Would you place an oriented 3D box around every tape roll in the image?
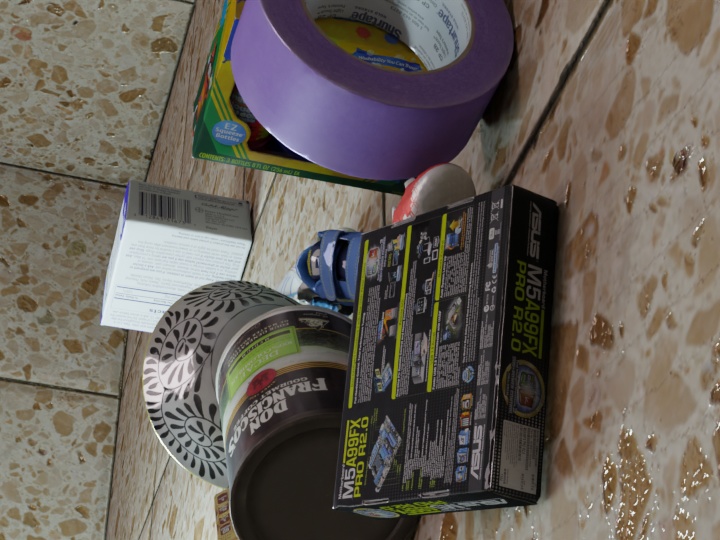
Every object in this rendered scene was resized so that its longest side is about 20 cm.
[{"bbox_3d":[0.008,-0.171,1.147,0.085,0.200,0.200,116,160,-50],"label":"tape roll"}]

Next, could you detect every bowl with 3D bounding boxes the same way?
[{"bbox_3d":[-0.087,0.097,1.383,0.094,0.200,0.201,-23,56,57],"label":"bowl"}]

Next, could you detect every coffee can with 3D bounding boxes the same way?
[{"bbox_3d":[-0.039,0.134,1.228,0.200,0.146,0.147,-111,34,-66],"label":"coffee can"}]

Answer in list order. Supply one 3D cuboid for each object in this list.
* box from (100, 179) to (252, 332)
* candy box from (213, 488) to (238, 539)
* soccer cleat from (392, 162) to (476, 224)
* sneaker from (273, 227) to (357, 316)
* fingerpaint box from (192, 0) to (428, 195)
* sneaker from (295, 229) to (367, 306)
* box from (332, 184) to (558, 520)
[{"bbox_3d":[-0.268,-0.011,2.208,0.105,0.184,0.200,-99,24,-51],"label":"box"},{"bbox_3d":[-0.058,0.238,1.287,0.055,0.115,0.200,61,-175,-25],"label":"candy box"},{"bbox_3d":[0.051,0.017,1.133,0.085,0.069,0.200,-117,37,-52],"label":"soccer cleat"},{"bbox_3d":[-0.038,0.007,1.515,0.200,0.075,0.087,-29,42,65],"label":"sneaker"},{"bbox_3d":[-0.028,-0.155,1.287,0.167,0.200,0.073,116,159,-47],"label":"fingerpaint box"},{"bbox_3d":[0.000,0.000,1.308,0.200,0.082,0.074,163,118,-73],"label":"sneaker"},{"bbox_3d":[0.055,0.057,1.001,0.160,0.044,0.200,-18,60,50],"label":"box"}]
